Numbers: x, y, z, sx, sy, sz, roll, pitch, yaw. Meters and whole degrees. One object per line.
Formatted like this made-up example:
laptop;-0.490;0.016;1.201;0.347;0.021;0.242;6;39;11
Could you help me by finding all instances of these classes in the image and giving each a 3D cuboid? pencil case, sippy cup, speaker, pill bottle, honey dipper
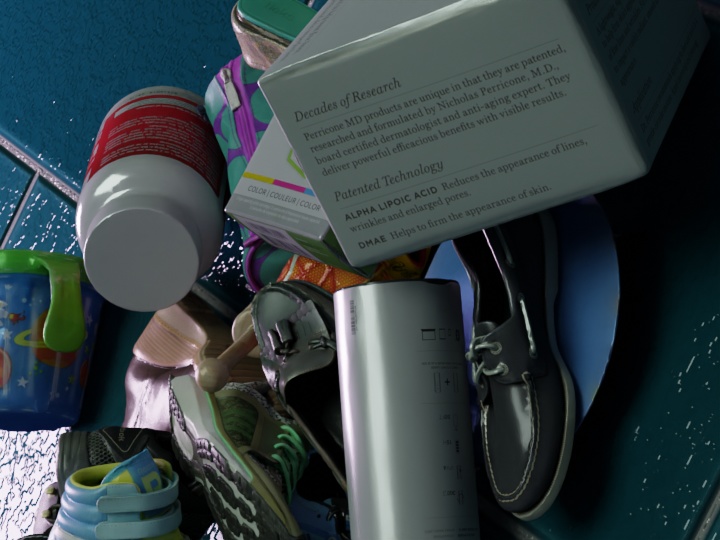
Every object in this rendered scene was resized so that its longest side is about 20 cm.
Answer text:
pencil case;-0.063;-0.072;1.604;0.085;0.092;0.201;-36;43;18
sippy cup;-0.276;0.062;1.801;0.138;0.178;0.131;0;76;8
speaker;0.030;0.109;1.318;0.081;0.081;0.202;-14;78;51
pill bottle;-0.156;-0.053;1.656;0.112;0.112;0.200;-51;16;22
honey dipper;-0.084;0.054;1.503;0.038;0.038;0.200;-56;-3;14

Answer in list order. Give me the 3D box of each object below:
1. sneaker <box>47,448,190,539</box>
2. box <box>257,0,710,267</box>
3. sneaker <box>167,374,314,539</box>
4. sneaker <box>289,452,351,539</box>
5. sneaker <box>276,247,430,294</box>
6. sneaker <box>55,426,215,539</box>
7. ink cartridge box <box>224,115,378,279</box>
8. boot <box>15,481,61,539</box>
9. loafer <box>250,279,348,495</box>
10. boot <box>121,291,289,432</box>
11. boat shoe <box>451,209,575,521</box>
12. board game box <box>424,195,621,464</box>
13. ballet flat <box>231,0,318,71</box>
sneaker;-0.122;0.192;1.420;0.199;0.079;0.132;20;109;19
box;0.078;-0.125;1.285;0.199;0.131;0.199;-17;21;28
sneaker;-0.062;0.118;1.421;0.200;0.088;0.077;-129;28;-53
sneaker;-0.022;0.188;1.400;0.090;0.078;0.200;-50;36;17
sneaker;0.000;0.000;1.491;0.077;0.073;0.201;42;107;49
sneaker;-0.139;0.199;1.528;0.076;0.113;0.201;-87;-12;-73
ink cartridge box;0.002;-0.103;1.463;0.103;0.059;0.201;18;76;46
boot;-0.224;0.209;1.604;0.204;0.073;0.155;87;-178;-51
loafer;-0.018;0.078;1.418;0.072;0.063;0.200;-52;57;23
boot;-0.124;0.126;1.613;0.200;0.072;0.167;46;120;54
boat shoe;0.080;0.047;1.287;0.073;0.062;0.202;-29;53;47
board game box;0.104;0.042;1.349;0.199;0.039;0.159;-20;61;51
ballet flat;-0.009;-0.140;1.576;0.199;0.068;0.068;32;143;28
